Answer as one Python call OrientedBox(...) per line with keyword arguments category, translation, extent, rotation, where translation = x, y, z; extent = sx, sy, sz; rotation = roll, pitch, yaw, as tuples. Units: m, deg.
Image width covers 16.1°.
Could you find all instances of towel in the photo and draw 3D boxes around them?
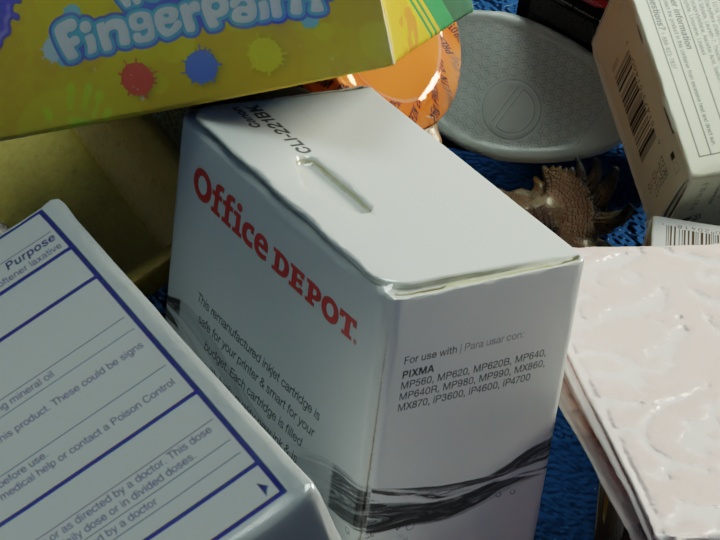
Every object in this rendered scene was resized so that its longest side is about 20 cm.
OrientedBox(category="towel", translation=(0.167, 0.046, 0.913), extent=(0.199, 0.032, 0.191), rotation=(0, 32, -14))

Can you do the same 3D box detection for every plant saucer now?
OrientedBox(category="plant saucer", translation=(-0.175, -0.012, 1.071), extent=(0.200, 0.049, 0.200), rotation=(-35, 51, -6))

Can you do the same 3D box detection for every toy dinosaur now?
OrientedBox(category="toy dinosaur", translation=(0.065, -0.002, 1.160), extent=(0.135, 0.086, 0.200), rotation=(22, 38, -13))

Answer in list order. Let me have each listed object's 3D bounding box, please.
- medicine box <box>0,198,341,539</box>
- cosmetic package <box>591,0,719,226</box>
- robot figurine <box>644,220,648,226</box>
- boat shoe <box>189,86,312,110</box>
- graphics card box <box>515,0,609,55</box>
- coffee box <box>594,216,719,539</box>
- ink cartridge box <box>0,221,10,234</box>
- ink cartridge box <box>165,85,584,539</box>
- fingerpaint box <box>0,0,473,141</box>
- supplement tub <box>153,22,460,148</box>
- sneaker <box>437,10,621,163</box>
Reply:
OrientedBox(category="medicine box", translation=(-0.119, 0.101, 0.844), extent=(0.182, 0.103, 0.200), rotation=(-33, 41, -12))
OrientedBox(category="cosmetic package", translation=(0.213, -0.090, 1.106), extent=(0.199, 0.073, 0.104), rotation=(-11, 70, -12))
OrientedBox(category="robot figurine", translation=(0.233, -0.016, 1.181), extent=(0.199, 0.113, 0.170), rotation=(11, 12, 7))
OrientedBox(category="boat shoe", translation=(0.000, 0.000, 1.055), extent=(0.072, 0.200, 0.068), rotation=(-38, 23, -16))
OrientedBox(category="graphics card box", translation=(0.139, -0.114, 1.254), extent=(0.125, 0.051, 0.200), rotation=(28, -12, 7))
OrientedBox(category="coffee box", translation=(0.138, 0.078, 0.997), extent=(0.079, 0.115, 0.200), rotation=(10, 31, 3))
OrientedBox(category="ink cartridge box", translation=(-0.251, -0.043, 0.987), extent=(0.200, 0.086, 0.146), rotation=(37, 4, 36))
OrientedBox(category="ink cartridge box", translation=(-0.005, 0.053, 0.921), extent=(0.083, 0.201, 0.144), rotation=(-12, 35, -30))
OrientedBox(category="fingerpaint box", translation=(-0.071, -0.102, 0.966), extent=(0.199, 0.074, 0.167), rotation=(-10, 10, 14))
OrientedBox(category="supplement tub", translation=(-0.059, -0.083, 1.142), extent=(0.200, 0.123, 0.122), rotation=(-17, 10, 40))
OrientedBox(category="sneaker", translation=(0.046, -0.091, 1.281), extent=(0.199, 0.071, 0.099), rotation=(10, -3, 16))
